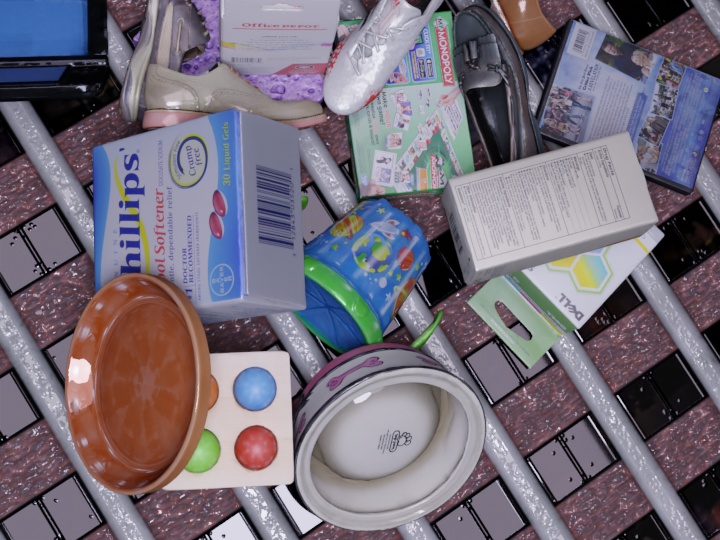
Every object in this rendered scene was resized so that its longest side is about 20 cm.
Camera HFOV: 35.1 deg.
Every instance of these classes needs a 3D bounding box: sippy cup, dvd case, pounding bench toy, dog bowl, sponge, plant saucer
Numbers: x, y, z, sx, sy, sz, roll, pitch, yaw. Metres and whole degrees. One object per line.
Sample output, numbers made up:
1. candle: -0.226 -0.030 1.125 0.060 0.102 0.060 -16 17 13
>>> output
1. sippy cup: 0.000 0.000 1.181 0.130 0.139 0.178 -47 117 -22
2. dvd case: 0.305 -0.186 1.299 0.198 0.018 0.144 21 80 -4
3. pounding bench toy: -0.169 0.150 1.115 0.198 0.156 0.126 -2 81 -7
4. dog bowl: 0.021 0.160 1.135 0.198 0.074 0.202 -9 122 -15
5. sponge: -0.139 -0.224 1.243 0.200 0.030 0.112 41 78 0
6. plant saucer: -0.203 0.104 1.052 0.032 0.199 0.203 6 77 -48

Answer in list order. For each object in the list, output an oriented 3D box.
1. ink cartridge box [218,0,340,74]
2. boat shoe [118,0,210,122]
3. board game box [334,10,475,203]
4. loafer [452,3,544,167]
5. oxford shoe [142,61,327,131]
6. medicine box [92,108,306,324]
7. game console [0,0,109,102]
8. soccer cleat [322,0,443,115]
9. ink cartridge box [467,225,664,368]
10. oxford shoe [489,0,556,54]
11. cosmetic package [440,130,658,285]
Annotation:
1. ink cartridge box: -0.084 -0.260 1.139 0.115 0.200 0.068 -1 81 -8
2. boat shoe: -0.196 -0.246 1.197 0.073 0.074 0.202 17 88 -13
3. board game box: 0.049 -0.181 1.260 0.133 0.029 0.202 -6 81 -9
4. loafer: 0.144 -0.190 1.234 0.063 0.071 0.202 -26 96 -48
5. oxford shoe: -0.124 -0.176 1.164 0.198 0.071 0.075 -2 90 -30
6. medicine box: -0.161 -0.044 1.126 0.198 0.103 0.184 -9 79 33
7. game console: -0.366 -0.246 1.179 0.198 0.176 0.118 -3 110 -7
8. soccer cleat: 0.027 -0.253 1.211 0.068 0.085 0.201 38 78 0
9. ink cartridge box: 0.222 -0.002 1.237 0.104 0.059 0.200 45 79 1
10. oxford shoe: 0.156 -0.338 1.251 0.071 0.071 0.201 -23 109 17
11. cosmetic package: 0.193 -0.064 1.178 0.198 0.071 0.106 -14 79 -6
